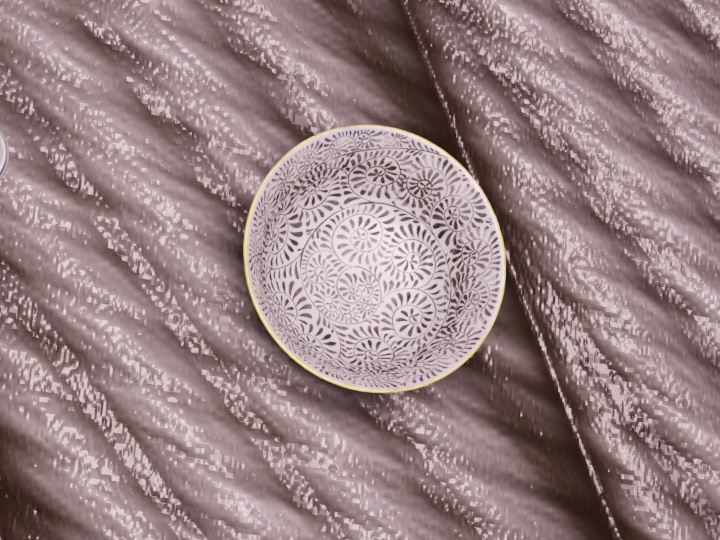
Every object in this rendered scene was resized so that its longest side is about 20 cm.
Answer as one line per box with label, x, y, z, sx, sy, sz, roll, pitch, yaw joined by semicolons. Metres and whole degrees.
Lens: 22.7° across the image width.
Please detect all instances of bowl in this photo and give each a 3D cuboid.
bowl;0.000;0.000;1.341;0.200;0.094;0.202;4;76;-16

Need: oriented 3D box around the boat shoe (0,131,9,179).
boat shoe;-0.338;-0.060;1.259;0.201;0.086;0.075;-23;84;-20
